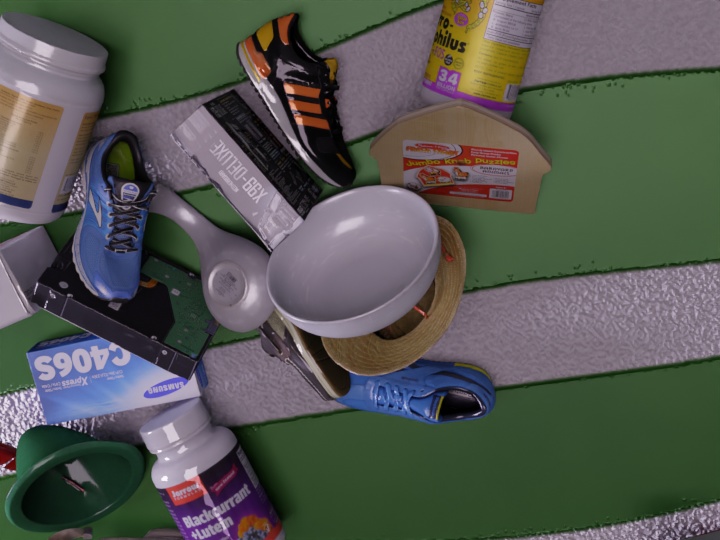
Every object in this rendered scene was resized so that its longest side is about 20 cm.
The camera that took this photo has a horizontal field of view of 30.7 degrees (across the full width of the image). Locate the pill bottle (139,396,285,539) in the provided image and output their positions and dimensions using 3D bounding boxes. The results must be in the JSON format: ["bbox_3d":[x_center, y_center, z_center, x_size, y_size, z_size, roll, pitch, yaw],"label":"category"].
[{"bbox_3d":[-0.180,0.257,1.557,0.111,0.112,0.202,-25,100,12],"label":"pill bottle"}]

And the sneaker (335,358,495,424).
[{"bbox_3d":[0.057,0.141,1.518,0.197,0.079,0.067,3,107,8],"label":"sneaker"}]

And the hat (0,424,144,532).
[{"bbox_3d":[-0.386,0.204,1.609,0.198,0.177,0.167,0,133,-38],"label":"hat"}]

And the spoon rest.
[{"bbox_3d":[-0.167,-0.017,1.492,0.200,0.060,0.100,47,107,15],"label":"spoon rest"}]

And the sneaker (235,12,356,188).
[{"bbox_3d":[-0.050,-0.188,1.447,0.090,0.070,0.201,-33,97,17],"label":"sneaker"}]

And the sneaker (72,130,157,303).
[{"bbox_3d":[-0.272,-0.063,1.452,0.078,0.089,0.202,3,71,-28],"label":"sneaker"}]

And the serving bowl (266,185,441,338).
[{"bbox_3d":[0.000,0.000,1.429,0.198,0.201,0.066,-18,133,11],"label":"serving bowl"}]

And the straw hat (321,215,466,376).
[{"bbox_3d":[0.057,0.042,1.481,0.200,0.202,0.085,-34,139,14],"label":"straw hat"}]

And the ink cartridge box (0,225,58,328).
[{"bbox_3d":[-0.454,0.034,1.515,0.198,0.145,0.085,-22,100,12],"label":"ink cartridge box"}]

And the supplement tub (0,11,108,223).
[{"bbox_3d":[-0.368,-0.169,1.453,0.143,0.145,0.202,23,106,0],"label":"supplement tub"}]

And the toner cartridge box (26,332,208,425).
[{"bbox_3d":[-0.291,0.118,1.571,0.198,0.043,0.096,-12,104,10],"label":"toner cartridge box"}]

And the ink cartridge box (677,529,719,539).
[{"bbox_3d":[0.398,0.411,1.507,0.144,0.083,0.203,-5,108,-35],"label":"ink cartridge box"}]

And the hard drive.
[{"bbox_3d":[-0.256,0.032,1.491,0.198,0.140,0.038,26,125,-3],"label":"hard drive"}]

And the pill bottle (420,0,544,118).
[{"bbox_3d":[0.135,-0.265,1.387,0.103,0.104,0.202,16,105,3],"label":"pill bottle"}]

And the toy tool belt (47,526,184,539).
[{"bbox_3d":[-0.291,0.393,1.597,0.197,0.125,0.124,2,114,-12],"label":"toy tool belt"}]

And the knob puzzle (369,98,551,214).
[{"bbox_3d":[0.108,-0.130,1.405,0.217,0.220,0.031,7,64,5],"label":"knob puzzle"}]

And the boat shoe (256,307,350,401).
[{"bbox_3d":[-0.087,0.070,1.521,0.066,0.072,0.202,-35,89,25],"label":"boat shoe"}]

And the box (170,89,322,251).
[{"bbox_3d":[-0.117,-0.113,1.407,0.050,0.200,0.158,-40,97,11],"label":"box"}]
